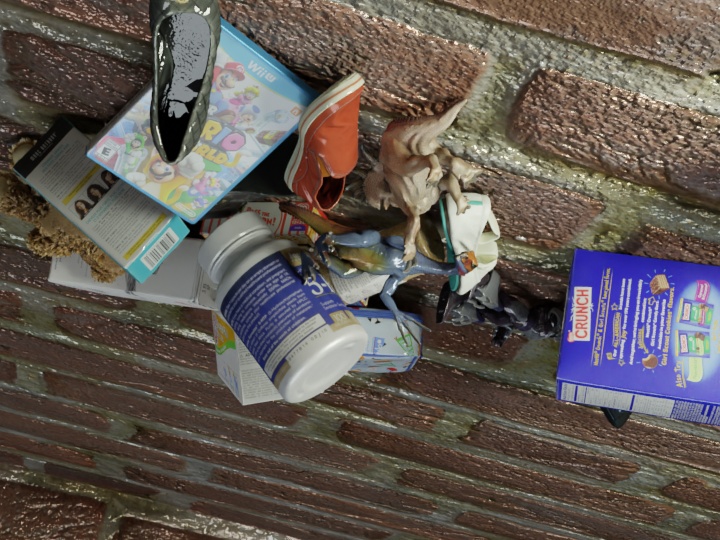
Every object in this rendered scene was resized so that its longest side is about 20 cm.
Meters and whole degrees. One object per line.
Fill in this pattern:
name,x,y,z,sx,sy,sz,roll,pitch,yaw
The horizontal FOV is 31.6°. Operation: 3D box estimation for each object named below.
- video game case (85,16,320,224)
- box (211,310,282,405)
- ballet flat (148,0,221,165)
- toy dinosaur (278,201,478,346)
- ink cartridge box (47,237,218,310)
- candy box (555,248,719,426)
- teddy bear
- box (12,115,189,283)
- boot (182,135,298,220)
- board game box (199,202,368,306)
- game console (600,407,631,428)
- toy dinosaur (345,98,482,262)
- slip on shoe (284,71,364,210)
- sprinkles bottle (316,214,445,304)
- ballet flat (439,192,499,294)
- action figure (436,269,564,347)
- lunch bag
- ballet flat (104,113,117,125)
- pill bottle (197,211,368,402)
video game case,-0.155,-0.143,1.256,0.199,0.018,0.143,-40,126,24
box,-0.128,0.100,1.687,0.111,0.103,0.200,-7,-171,-14
ballet flat,-0.161,-0.188,1.163,0.065,0.057,0.202,2,128,-6
toy dinosaur,0.032,-0.027,1.390,0.179,0.202,0.105,-6,147,-29
ink cartridge box,-0.276,-0.005,1.634,0.197,0.086,0.146,10,176,10
candy box,0.327,0.074,1.441,0.197,0.171,0.077,9,153,10
teddy bear,-0.349,-0.073,1.527,0.197,0.147,0.067,19,-168,-8
box,-0.286,-0.079,1.402,0.199,0.082,0.049,39,171,24
boot,-0.138,-0.097,1.432,0.197,0.070,0.174,-5,172,-4
board game box,-0.089,-0.018,1.600,0.149,0.047,0.200,2,154,23
game console,0.382,0.118,1.590,0.118,0.172,0.200,29,169,35
toy dinosaur,0.045,-0.108,1.300,0.085,0.136,0.201,-24,147,-28
slip on shoe,-0.027,-0.126,1.263,0.061,0.074,0.201,45,150,12
sprinkles bottle,0.000,0.000,1.495,0.198,0.069,0.068,-22,143,23
ballet flat,0.128,-0.028,1.458,0.068,0.070,0.201,8,155,11
action figure,0.194,0.059,1.607,0.198,0.070,0.130,22,150,-28
lunch bag,0.011,0.095,1.730,0.158,0.077,0.200,2,170,-3
ballet flat,-0.201,-0.157,1.333,0.198,0.070,0.071,-9,130,41
pill bottle,-0.093,0.036,1.434,0.201,0.119,0.120,51,166,19
